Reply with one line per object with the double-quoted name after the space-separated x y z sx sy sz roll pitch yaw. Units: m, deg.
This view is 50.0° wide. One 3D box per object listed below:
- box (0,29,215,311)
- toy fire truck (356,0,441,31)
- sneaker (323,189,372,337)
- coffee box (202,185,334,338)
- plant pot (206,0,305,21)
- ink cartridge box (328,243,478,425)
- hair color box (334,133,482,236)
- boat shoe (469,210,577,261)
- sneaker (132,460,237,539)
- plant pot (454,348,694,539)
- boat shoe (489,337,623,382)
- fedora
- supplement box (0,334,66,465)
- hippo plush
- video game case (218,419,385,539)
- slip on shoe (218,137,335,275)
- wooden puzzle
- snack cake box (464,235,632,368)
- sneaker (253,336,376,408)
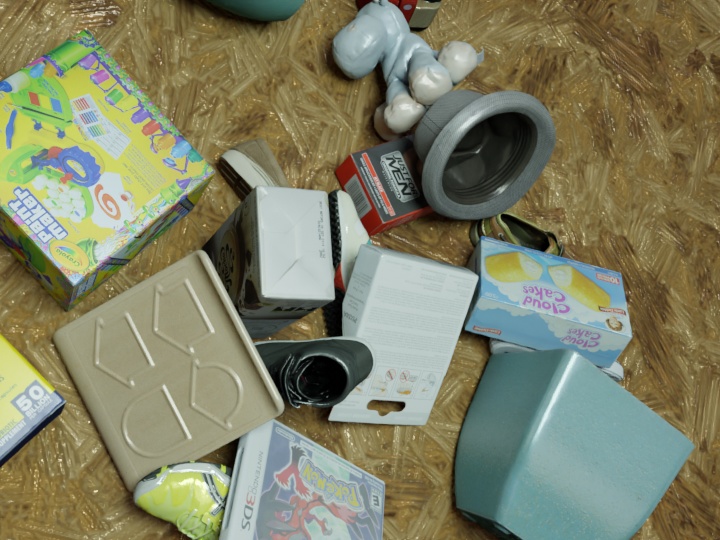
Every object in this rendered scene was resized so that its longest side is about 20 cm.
-0.299 -0.103 0.812 0.200 0.122 0.193 48 62 -5 "box"
0.015 -0.436 1.060 0.199 0.129 0.177 -2 76 -13 "toy fire truck"
0.000 0.000 0.951 0.093 0.070 0.201 -3 78 -36 "sneaker"
-0.105 0.000 0.823 0.079 0.200 0.114 3 73 -26 "coffee box"
-0.128 -0.403 0.944 0.160 0.200 0.202 28 65 -26 "plant pot"
0.043 0.081 0.913 0.159 0.047 0.201 12 101 -39 "ink cartridge box"
0.078 -0.126 1.020 0.199 0.061 0.102 -23 84 -29 "hair color box"
0.246 -0.016 1.058 0.199 0.068 0.072 27 64 -16 "boat shoe"
-0.134 0.256 0.784 0.199 0.076 0.077 24 34 -21 "sneaker"
0.223 0.232 0.913 0.195 0.196 0.201 37 72 -10 "plant pot"
0.266 0.102 1.032 0.199 0.072 0.062 19 62 -17 "boat shoe"
0.139 -0.156 0.955 0.199 0.177 0.090 1 38 -43 "fedora"
-0.388 0.095 0.720 0.200 0.109 0.109 46 62 -5 "supplement box"
0.057 -0.288 1.004 0.161 0.159 0.200 47 63 -5 "hippo plush"
-0.053 0.264 0.802 0.200 0.023 0.183 37 38 -28 "video game case"
-0.087 -0.072 0.920 0.060 0.076 0.200 -36 78 -23 "slip on shoe"
-0.196 0.103 0.796 0.199 0.046 0.186 -29 86 11 "wooden puzzle"
0.237 0.040 0.994 0.199 0.067 0.115 15 43 -6 "snack cake box"
-0.087 0.111 0.812 0.199 0.099 0.071 -11 91 10 "sneaker"
